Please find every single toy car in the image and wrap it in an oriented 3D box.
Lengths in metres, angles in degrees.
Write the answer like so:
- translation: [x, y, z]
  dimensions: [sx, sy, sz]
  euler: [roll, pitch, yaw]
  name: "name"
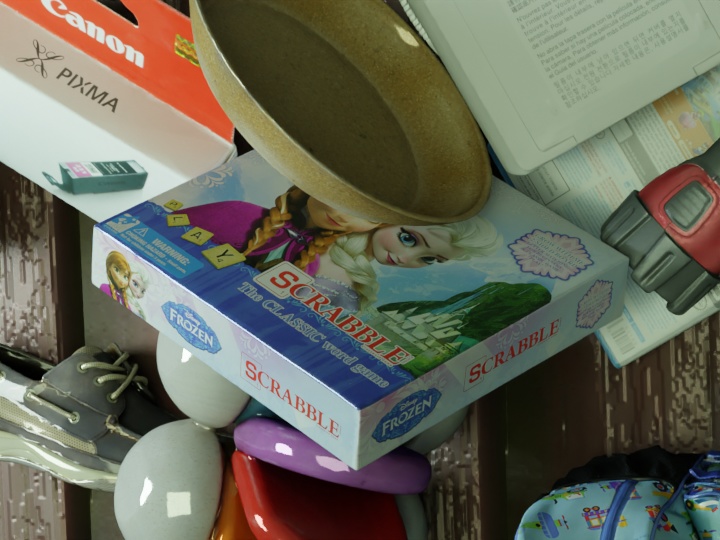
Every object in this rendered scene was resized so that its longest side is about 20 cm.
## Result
- translation: [-0.023, 0.101, 1.501]
  dimensions: [0.174, 0.150, 0.201]
  euler: [13, 101, -25]
  name: "toy car"

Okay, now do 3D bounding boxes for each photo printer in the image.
- translation: [0.099, -0.173, 1.451]
  dimensions: [0.166, 0.069, 0.201]
  euler: [-30, 106, 7]
  name: "photo printer"

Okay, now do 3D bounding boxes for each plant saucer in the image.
- translation: [-0.018, -0.092, 1.454]
  dimensions: [0.200, 0.200, 0.035]
  euler: [49, 118, 7]
  name: "plant saucer"

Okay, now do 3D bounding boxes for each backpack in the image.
- translation: [0.149, 0.190, 1.458]
  dimensions: [0.134, 0.200, 0.184]
  euler: [-10, 91, 17]
  name: "backpack"

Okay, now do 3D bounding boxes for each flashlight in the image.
- translation: [0.215, -0.067, 1.469]
  dimensions: [0.200, 0.068, 0.068]
  euler: [-45, 121, 11]
  name: "flashlight"

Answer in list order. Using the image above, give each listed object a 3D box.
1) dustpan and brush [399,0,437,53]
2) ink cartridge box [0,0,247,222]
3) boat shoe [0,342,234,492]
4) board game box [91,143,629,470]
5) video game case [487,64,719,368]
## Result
- translation: [0.046, -0.206, 1.496]
  dimensions: [0.139, 0.057, 0.200]
  euler: [-40, 99, 19]
  name: "dustpan and brush"
- translation: [-0.157, -0.103, 1.547]
  dimensions: [0.199, 0.174, 0.044]
  euler: [32, 61, 12]
  name: "ink cartridge box"
- translation: [-0.157, 0.079, 1.605]
  dimensions: [0.199, 0.074, 0.074]
  euler: [10, 98, 14]
  name: "boat shoe"
- translation: [0.000, 0.000, 1.459]
  dimensions: [0.200, 0.199, 0.041]
  euler: [33, 134, 33]
  name: "board game box"
- translation: [0.186, -0.058, 1.518]
  dimensions: [0.199, 0.018, 0.144]
  euler: [-32, 85, 17]
  name: "video game case"
